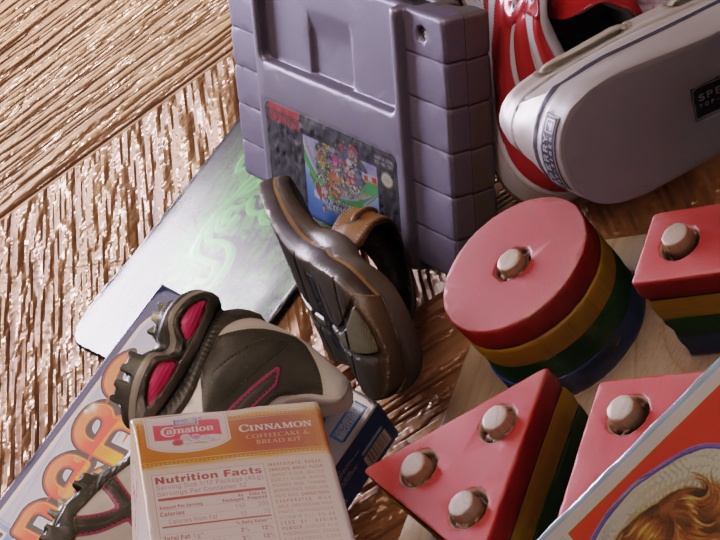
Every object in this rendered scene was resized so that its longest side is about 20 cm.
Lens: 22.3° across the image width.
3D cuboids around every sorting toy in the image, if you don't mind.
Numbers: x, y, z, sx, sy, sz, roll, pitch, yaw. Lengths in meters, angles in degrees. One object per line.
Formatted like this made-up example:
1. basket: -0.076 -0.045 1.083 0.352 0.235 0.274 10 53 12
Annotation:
1. sorting toy: 0.094 0.051 0.692 0.198 0.070 0.201 -9 47 41

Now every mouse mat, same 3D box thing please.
1. mouse mat: -0.065 -0.023 0.998 0.200 0.008 0.160 -53 34 -14

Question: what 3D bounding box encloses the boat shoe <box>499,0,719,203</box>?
1. boat shoe: 0.149 -0.084 0.736 0.199 0.072 0.066 -26 29 -15

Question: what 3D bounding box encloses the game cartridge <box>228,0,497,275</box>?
1. game cartridge: -0.005 -0.081 0.890 0.038 0.131 0.200 -13 24 -30

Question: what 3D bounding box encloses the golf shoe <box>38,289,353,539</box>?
1. golf shoe: -0.077 0.107 0.742 0.088 0.077 0.201 21 75 13

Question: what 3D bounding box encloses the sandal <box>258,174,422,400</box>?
1. sandal: 0.000 0.000 0.828 0.054 0.082 0.200 -24 16 -8

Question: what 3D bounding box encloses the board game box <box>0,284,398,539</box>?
1. board game box: -0.093 0.117 0.807 0.135 0.035 0.201 25 72 31

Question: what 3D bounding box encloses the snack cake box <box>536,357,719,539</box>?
1. snack cake box: 0.117 0.103 0.535 0.200 0.067 0.115 -48 61 20

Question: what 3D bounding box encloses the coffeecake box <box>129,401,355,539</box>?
1. coffeecake box: -0.033 0.168 0.618 0.072 0.155 0.201 -4 35 -10

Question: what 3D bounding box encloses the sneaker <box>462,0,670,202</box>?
1. sneaker: 0.084 -0.140 0.815 0.113 0.071 0.202 127 133 -66

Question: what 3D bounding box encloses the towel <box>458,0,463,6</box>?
1. towel: 0.115 -0.144 0.928 0.200 0.023 0.144 -38 32 7
